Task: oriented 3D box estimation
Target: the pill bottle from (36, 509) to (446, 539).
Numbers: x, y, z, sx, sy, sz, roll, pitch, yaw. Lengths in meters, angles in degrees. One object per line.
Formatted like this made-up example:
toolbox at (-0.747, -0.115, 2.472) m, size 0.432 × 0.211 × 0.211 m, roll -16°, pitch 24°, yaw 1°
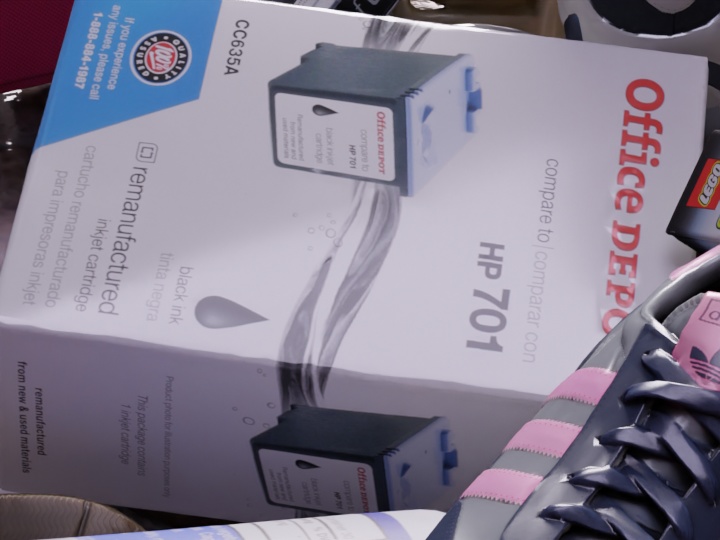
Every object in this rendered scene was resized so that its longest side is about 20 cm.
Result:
pill bottle at (-0.019, 0.119, 0.737) m, size 0.199 × 0.113 × 0.112 m, roll -3°, pitch 30°, yaw -16°

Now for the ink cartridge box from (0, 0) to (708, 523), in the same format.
ink cartridge box at (0.000, 0.000, 0.879) m, size 0.199 × 0.086 × 0.147 m, roll 6°, pitch 50°, yaw 3°

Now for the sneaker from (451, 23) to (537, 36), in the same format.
sneaker at (0.080, -0.032, 1.060) m, size 0.199 × 0.082 × 0.078 m, roll 11°, pitch 73°, yaw -11°

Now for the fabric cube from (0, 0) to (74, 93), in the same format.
fabric cube at (-0.207, -0.170, 1.091) m, size 0.198 × 0.197 × 0.200 m, roll -14°, pitch 24°, yaw -17°

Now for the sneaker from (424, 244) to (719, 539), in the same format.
sneaker at (0.066, 0.047, 0.700) m, size 0.070 × 0.082 × 0.200 m, roll 30°, pitch 32°, yaw 5°

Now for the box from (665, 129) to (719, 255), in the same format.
box at (0.195, 0.023, 0.828) m, size 0.199 × 0.035 × 0.110 m, roll 30°, pitch -8°, yaw -25°

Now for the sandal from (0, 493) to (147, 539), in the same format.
sandal at (-0.149, 0.094, 0.817) m, size 0.199 × 0.054 × 0.081 m, roll 4°, pitch 74°, yaw 4°

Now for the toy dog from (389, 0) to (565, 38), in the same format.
toy dog at (0.032, -0.179, 1.197) m, size 0.139 × 0.195 × 0.200 m, roll -6°, pitch 38°, yaw 1°

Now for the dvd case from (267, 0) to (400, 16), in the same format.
dvd case at (-0.043, -0.112, 1.097) m, size 0.025 × 0.151 × 0.200 m, roll 38°, pitch 0°, yaw -30°

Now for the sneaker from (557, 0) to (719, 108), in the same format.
sneaker at (0.084, -0.159, 0.976) m, size 0.079 × 0.130 × 0.200 m, roll -2°, pitch 40°, yaw -2°

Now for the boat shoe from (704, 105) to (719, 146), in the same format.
boat shoe at (0.180, -0.027, 1.006) m, size 0.199 × 0.069 × 0.057 m, roll 32°, pitch 61°, yaw -4°

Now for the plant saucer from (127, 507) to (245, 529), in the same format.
plant saucer at (-0.024, 0.035, 0.966) m, size 0.199 × 0.035 × 0.201 m, roll 4°, pitch 30°, yaw -2°

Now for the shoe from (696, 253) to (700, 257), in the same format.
shoe at (0.104, -0.006, 0.971) m, size 0.199 × 0.070 × 0.053 m, roll 31°, pitch -6°, yaw 7°
